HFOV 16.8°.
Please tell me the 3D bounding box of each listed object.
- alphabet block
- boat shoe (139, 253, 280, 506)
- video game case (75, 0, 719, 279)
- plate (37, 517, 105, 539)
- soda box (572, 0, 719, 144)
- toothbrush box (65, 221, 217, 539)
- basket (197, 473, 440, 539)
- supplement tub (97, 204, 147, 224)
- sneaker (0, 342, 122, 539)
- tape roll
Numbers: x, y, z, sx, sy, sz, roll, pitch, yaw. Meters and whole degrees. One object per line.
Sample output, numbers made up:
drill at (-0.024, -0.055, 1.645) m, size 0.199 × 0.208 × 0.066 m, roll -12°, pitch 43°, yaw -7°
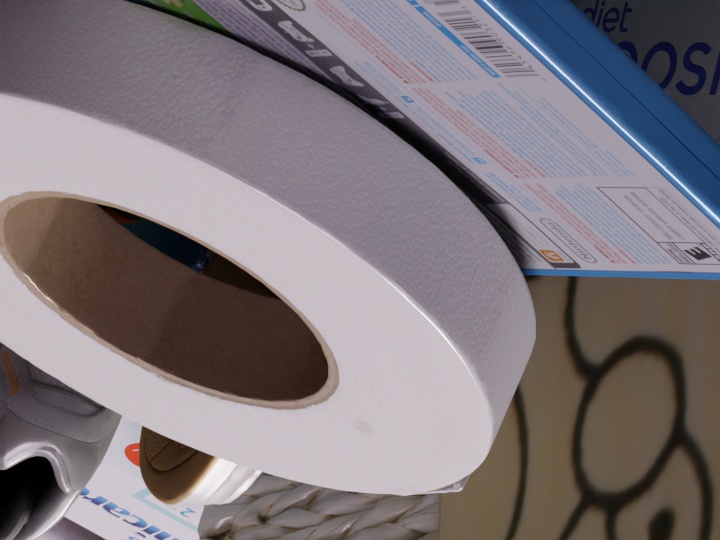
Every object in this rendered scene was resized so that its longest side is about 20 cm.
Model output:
alphabet block at (0.152, 0.060, 0.805) m, size 0.195 × 0.201 × 0.195 m, roll 20°, pitch 146°, yaw -27°
boat shoe at (0.000, 0.000, 0.818) m, size 0.069 × 0.201 × 0.071 m, roll 30°, pitch -175°, yaw -37°
video game case at (-0.003, -0.041, 0.636) m, size 0.199 × 0.018 × 0.143 m, roll 1°, pitch 151°, yaw 48°
plate at (-0.156, 0.098, 1.122) m, size 0.200 × 0.032 × 0.199 m, roll 33°, pitch 140°, yaw -27°
soda box at (0.093, -0.049, 0.701) m, size 0.068 × 0.064 × 0.200 m, roll 16°, pitch 176°, yaw -33°
toothbrush box at (-0.056, 0.034, 0.955) m, size 0.146 × 0.086 × 0.200 m, roll 33°, pitch 142°, yaw -26°
basket at (0.033, 0.155, 0.922) m, size 0.135 × 0.124 × 0.200 m, roll -17°, pitch 140°, yaw 34°
supplement tub at (-0.119, -0.072, 0.791) m, size 0.199 × 0.123 × 0.123 m, roll -7°, pitch 141°, yaw 24°
sneaker at (-0.134, 0.060, 0.857) m, size 0.075 × 0.092 × 0.200 m, roll 25°, pitch 151°, yaw -14°
tape roll at (-0.047, -0.003, 0.681) m, size 0.202 × 0.037 × 0.203 m, roll 21°, pitch 156°, yaw 10°
